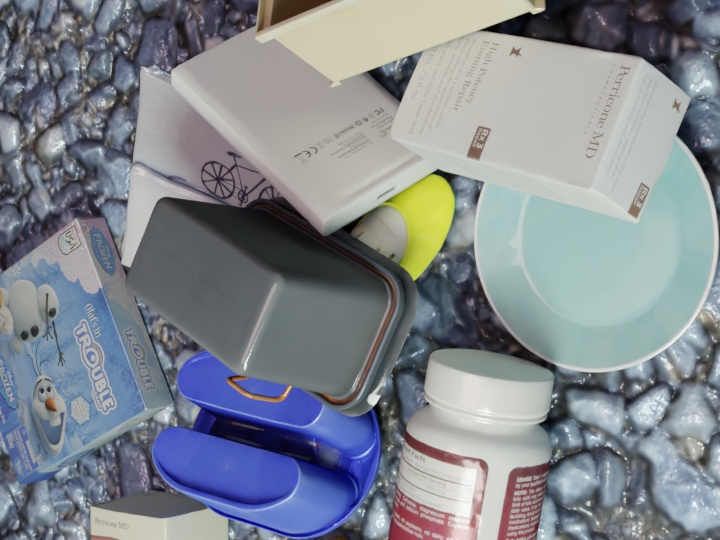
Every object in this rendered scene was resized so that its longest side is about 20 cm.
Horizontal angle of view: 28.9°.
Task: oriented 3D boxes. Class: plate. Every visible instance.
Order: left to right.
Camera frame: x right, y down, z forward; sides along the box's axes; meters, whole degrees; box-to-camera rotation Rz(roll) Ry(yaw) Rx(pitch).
[{"bbox_3d":[0.176,-0.024,1.047,0.200,0.026,0.201,2,93,34],"label":"plate"}]

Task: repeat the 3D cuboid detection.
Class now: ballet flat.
[{"bbox_3d":[0.000,0.000,1.147,0.200,0.067,0.067,-47,65,27],"label":"ballet flat"}]

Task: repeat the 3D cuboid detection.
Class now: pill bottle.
[{"bbox_3d":[0.084,0.168,1.068,0.114,0.114,0.201,15,101,34],"label":"pill bottle"}]

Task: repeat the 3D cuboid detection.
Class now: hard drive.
[{"bbox_3d":[-0.043,-0.126,1.139,0.200,0.132,0.027,45,151,25],"label":"hard drive"}]

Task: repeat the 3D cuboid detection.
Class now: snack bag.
[{"bbox_3d":[-0.129,-0.061,1.221,0.188,0.021,0.200,25,121,23],"label":"snack bag"}]

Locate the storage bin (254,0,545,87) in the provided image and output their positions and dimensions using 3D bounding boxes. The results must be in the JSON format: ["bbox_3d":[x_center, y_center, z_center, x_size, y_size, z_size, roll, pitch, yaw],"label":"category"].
[{"bbox_3d":[0.034,-0.266,1.058,0.200,0.094,0.199,-15,59,35],"label":"storage bin"}]

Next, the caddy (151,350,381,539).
[{"bbox_3d":[-0.078,0.146,1.190,0.200,0.105,0.142,10,76,35],"label":"caddy"}]

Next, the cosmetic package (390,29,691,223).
[{"bbox_3d":[0.125,-0.110,1.014,0.200,0.074,0.102,18,85,46],"label":"cosmetic package"}]

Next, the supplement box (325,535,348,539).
[{"bbox_3d":[-0.053,0.326,1.202,0.067,0.069,0.200,40,115,26],"label":"supplement box"}]

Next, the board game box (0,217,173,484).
[{"bbox_3d":[-0.294,0.081,1.374,0.199,0.043,0.200,-31,75,31],"label":"board game box"}]

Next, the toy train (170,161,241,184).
[{"bbox_3d":[-0.117,-0.103,1.243,0.200,0.042,0.057,-10,76,35],"label":"toy train"}]

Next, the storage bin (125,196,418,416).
[{"bbox_3d":[-0.083,0.025,1.080,0.200,0.134,0.146,32,103,40],"label":"storage bin"}]

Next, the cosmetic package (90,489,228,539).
[{"bbox_3d":[-0.183,0.311,1.279,0.103,0.087,0.201,0,92,36],"label":"cosmetic package"}]
